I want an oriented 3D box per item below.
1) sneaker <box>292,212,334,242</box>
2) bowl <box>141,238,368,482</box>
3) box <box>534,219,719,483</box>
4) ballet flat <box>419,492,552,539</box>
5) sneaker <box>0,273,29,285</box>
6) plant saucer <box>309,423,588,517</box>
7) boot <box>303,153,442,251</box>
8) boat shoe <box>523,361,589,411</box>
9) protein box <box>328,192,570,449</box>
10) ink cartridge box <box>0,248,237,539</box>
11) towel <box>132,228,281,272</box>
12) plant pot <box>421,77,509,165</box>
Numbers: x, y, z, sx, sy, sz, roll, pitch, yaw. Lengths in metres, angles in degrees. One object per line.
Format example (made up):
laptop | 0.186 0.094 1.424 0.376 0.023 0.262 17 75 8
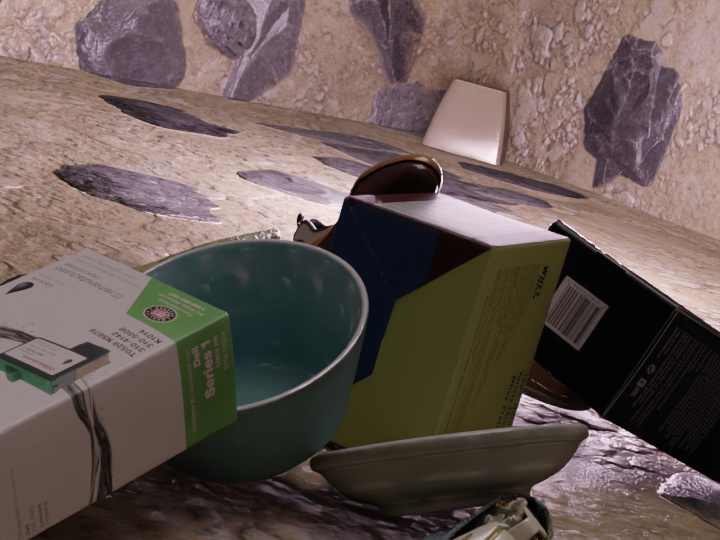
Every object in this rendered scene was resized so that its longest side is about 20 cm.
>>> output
sneaker | 0.011 -0.009 1.689 0.200 0.140 0.078 17 10 11
bowl | -0.086 0.076 1.110 0.200 0.105 0.201 -6 34 4
box | 0.262 0.076 1.457 0.196 0.124 0.200 28 8 -36
ballet flat | 0.078 0.180 0.976 0.074 0.074 0.200 18 12 14
sneaker | -0.223 0.036 1.362 0.200 0.067 0.090 1 -5 -17
plant saucer | 0.065 0.145 1.104 0.200 0.050 0.200 -7 -9 -1
boot | 0.000 0.000 1.406 0.072 0.200 0.167 35 34 -25
boat shoe | 0.165 0.073 1.613 0.200 0.072 0.076 36 19 25
protein box | 0.059 0.048 1.308 0.135 0.199 0.200 21 12 23
ink cartridge box | -0.197 0.075 0.947 0.146 0.085 0.200 22 34 36
towel | -0.164 0.000 1.521 0.148 0.037 0.200 -19 -1 17
plant pot | 0.282 -0.378 3.871 0.200 0.177 0.200 17 11 7
